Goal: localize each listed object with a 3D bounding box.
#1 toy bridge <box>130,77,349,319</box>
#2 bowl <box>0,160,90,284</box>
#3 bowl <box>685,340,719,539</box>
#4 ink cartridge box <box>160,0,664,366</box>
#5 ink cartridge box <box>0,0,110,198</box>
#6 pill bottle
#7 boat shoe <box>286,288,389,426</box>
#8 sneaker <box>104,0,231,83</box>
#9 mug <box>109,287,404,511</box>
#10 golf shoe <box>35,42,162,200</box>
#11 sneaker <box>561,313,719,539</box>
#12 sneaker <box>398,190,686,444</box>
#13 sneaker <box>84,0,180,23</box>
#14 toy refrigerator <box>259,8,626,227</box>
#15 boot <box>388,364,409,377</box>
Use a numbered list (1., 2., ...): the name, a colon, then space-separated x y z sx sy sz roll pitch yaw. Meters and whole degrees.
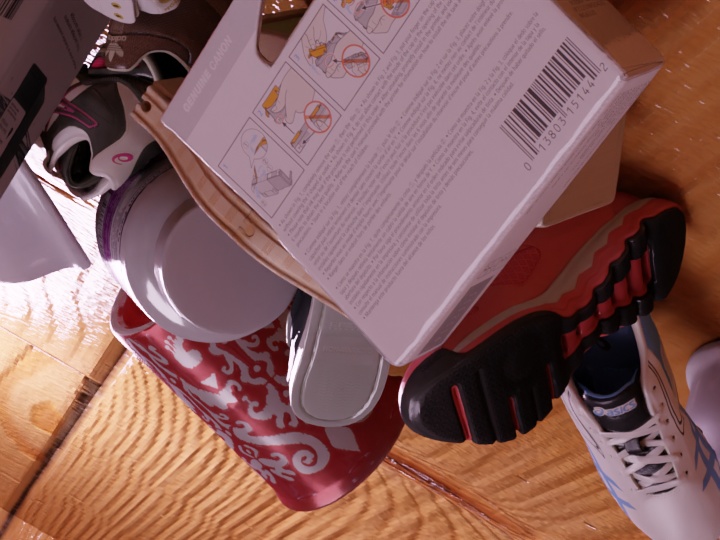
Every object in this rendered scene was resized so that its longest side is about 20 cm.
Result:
1. toy bridge: -0.044 -0.026 1.081 0.200 0.027 0.067 43 -157 13
2. bowl: -0.267 -0.064 1.363 0.201 0.090 0.201 55 173 10
3. bowl: 0.271 0.131 1.253 0.201 0.090 0.201 25 161 9
4. ink cartridge box: 0.018 -0.083 0.974 0.176 0.045 0.200 47 126 14
5. ink cartridge box: -0.250 -0.118 1.182 0.147 0.200 0.083 24 161 16
6. pill bottle: -0.097 -0.017 1.283 0.112 0.112 0.200 35 179 -17
7. boat shoe: 0.000 0.000 1.167 0.076 0.060 0.200 11 130 -21
8. sneaker: -0.078 -0.093 1.194 0.070 0.076 0.200 9 152 45
9. mug: -0.089 0.067 1.541 0.200 0.133 0.177 43 155 -27
10. golf shoe: -0.181 -0.091 1.330 0.077 0.088 0.200 36 161 -23
11. sneaker: 0.152 0.084 1.185 0.072 0.072 0.200 -18 112 21
12. sneaker: 0.081 0.019 1.093 0.087 0.200 0.074 27 141 38
13. sneaker: -0.103 -0.168 1.050 0.200 0.074 0.116 30 168 38
14. toy refrigerator: 0.027 -0.083 1.047 0.200 0.070 0.076 16 -159 32
15. boot: 0.023 0.026 1.360 0.201 0.071 0.144 32 158 -25
